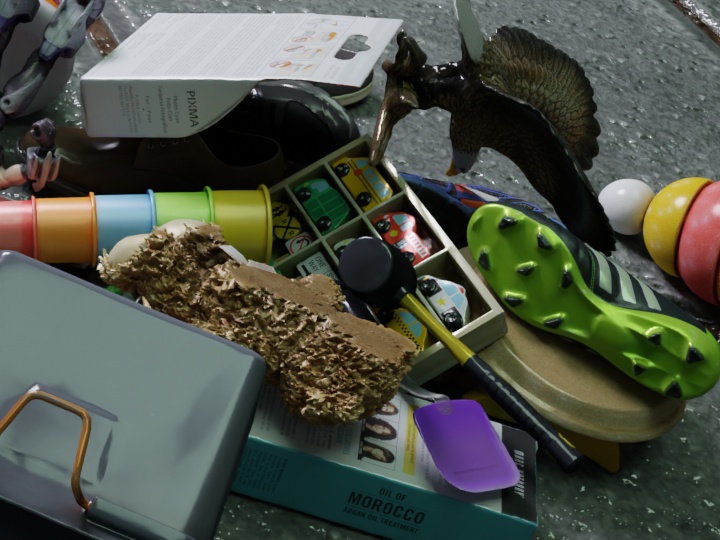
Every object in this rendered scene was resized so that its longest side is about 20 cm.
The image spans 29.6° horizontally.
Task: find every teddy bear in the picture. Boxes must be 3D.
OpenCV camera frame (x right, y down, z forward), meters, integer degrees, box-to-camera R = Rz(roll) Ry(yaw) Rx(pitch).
[{"bbox_3d":[-0.066,0.032,0.822,0.199,0.067,0.145,25,19,-1],"label":"teddy bear"}]

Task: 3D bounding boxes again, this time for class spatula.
[{"bbox_3d":[0.029,0.067,0.864,0.056,0.021,0.200,-5,36,-34],"label":"spatula"}]

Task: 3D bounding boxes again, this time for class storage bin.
[{"bbox_3d":[-0.145,0.080,0.695,0.199,0.146,0.135,21,59,1],"label":"storage bin"}]

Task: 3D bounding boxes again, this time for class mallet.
[{"bbox_3d":[0.060,0.050,0.847,0.200,0.041,0.066,45,4,29],"label":"mallet"}]

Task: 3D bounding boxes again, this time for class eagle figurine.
[{"bbox_3d":[0.110,-0.110,1.012,0.199,0.153,0.151,17,-7,-7],"label":"eagle figurine"}]

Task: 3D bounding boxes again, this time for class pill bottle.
[{"bbox_3d":[-0.294,-0.217,1.064,0.109,0.110,0.201,1,41,-28],"label":"pill bottle"}]

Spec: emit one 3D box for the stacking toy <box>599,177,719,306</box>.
[{"bbox_3d":[0.291,-0.034,1.155,0.199,0.147,0.146,23,32,28],"label":"stacking toy"}]

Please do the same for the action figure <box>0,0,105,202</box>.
[{"bbox_3d":[-0.254,-0.122,0.935,0.129,0.069,0.201,27,79,-11],"label":"action figure"}]

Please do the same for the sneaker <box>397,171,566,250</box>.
[{"bbox_3d":[0.072,-0.037,1.078,0.199,0.076,0.079,17,22,-17],"label":"sneaker"}]

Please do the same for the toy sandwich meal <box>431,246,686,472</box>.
[{"bbox_3d":[0.137,0.061,0.981,0.204,0.070,0.206,17,38,-13],"label":"toy sandwich meal"}]

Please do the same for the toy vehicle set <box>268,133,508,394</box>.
[{"bbox_3d":[0.000,0.000,0.958,0.124,0.027,0.200,-30,52,-6],"label":"toy vehicle set"}]

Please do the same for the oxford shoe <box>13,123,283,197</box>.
[{"bbox_3d":[-0.152,-0.090,1.001,0.199,0.085,0.073,5,41,-20],"label":"oxford shoe"}]

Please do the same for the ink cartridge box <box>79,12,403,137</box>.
[{"bbox_3d":[-0.079,-0.142,0.976,0.198,0.048,0.160,4,27,12],"label":"ink cartridge box"}]

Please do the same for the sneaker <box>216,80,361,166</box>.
[{"bbox_3d":[-0.098,-0.117,1.088,0.199,0.074,0.082,20,45,11],"label":"sneaker"}]

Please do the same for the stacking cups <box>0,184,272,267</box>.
[{"bbox_3d":[-0.162,-0.029,0.927,0.198,0.061,0.061,-1,40,-12],"label":"stacking cups"}]

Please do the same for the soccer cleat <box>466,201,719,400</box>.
[{"bbox_3d":[0.161,0.019,0.942,0.199,0.068,0.081,36,20,10],"label":"soccer cleat"}]

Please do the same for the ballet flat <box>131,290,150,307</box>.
[{"bbox_3d":[-0.124,0.068,0.846,0.063,0.069,0.201,-9,36,4],"label":"ballet flat"}]

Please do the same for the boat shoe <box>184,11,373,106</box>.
[{"bbox_3d":[-0.071,-0.188,1.185,0.199,0.065,0.072,2,39,-28],"label":"boat shoe"}]

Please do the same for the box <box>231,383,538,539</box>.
[{"bbox_3d":[0.010,0.117,0.849,0.199,0.049,0.083,18,35,-6],"label":"box"}]

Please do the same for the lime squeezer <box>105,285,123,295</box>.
[{"bbox_3d":[-0.234,0.033,0.850,0.199,0.038,0.071,-2,11,-29],"label":"lime squeezer"}]
